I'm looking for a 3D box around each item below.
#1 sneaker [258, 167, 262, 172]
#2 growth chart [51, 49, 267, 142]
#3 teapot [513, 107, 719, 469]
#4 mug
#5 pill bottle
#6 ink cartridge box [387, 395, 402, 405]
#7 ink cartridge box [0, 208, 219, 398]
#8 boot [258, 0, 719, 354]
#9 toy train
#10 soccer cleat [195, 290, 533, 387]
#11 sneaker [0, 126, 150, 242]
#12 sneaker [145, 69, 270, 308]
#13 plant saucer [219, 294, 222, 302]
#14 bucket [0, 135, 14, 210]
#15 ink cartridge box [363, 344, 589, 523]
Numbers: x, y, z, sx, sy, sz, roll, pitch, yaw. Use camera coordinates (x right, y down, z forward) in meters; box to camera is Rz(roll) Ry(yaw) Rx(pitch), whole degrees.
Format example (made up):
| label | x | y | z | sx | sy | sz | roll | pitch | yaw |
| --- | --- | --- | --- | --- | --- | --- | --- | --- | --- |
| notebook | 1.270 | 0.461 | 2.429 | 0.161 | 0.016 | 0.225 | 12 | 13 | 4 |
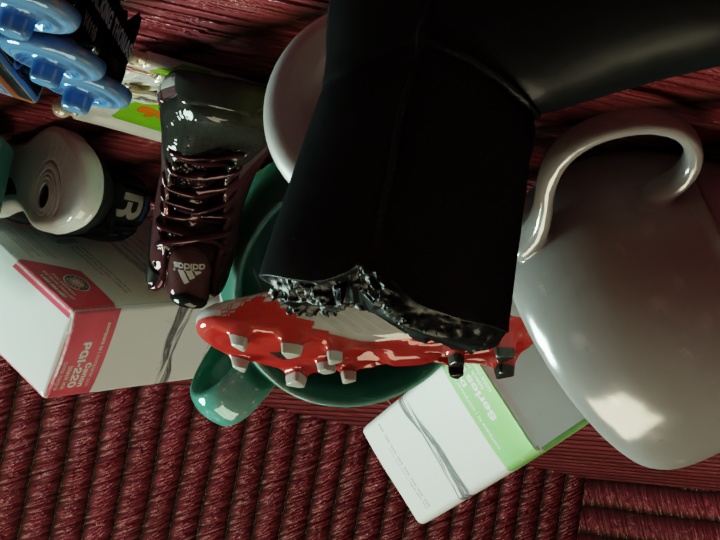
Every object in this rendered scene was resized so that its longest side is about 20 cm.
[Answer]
| label | x | y | z | sx | sy | sz | roll | pitch | yaw |
| --- | --- | --- | --- | --- | --- | --- | --- | --- | --- |
| sneaker | -0.083 | -0.028 | 1.201 | 0.073 | 0.077 | 0.200 | 11 | 164 | -4 |
| growth chart | -0.106 | -0.099 | 0.999 | 0.144 | 0.018 | 0.200 | 13 | 171 | -22 |
| teapot | 0.181 | 0.003 | 0.926 | 0.146 | 0.198 | 0.200 | -35 | 176 | 23 |
| mug | -0.029 | 0.000 | 1.037 | 0.184 | 0.153 | 0.114 | -13 | -161 | -10 |
| pill bottle | 0.022 | -0.057 | 0.844 | 0.104 | 0.105 | 0.200 | 8 | 170 | 13 |
| ink cartridge box | 0.079 | 0.059 | 1.290 | 0.162 | 0.057 | 0.200 | -4 | -162 | -21 |
| ink cartridge box | -0.198 | 0.020 | 1.296 | 0.200 | 0.085 | 0.146 | -6 | -144 | -48 |
| boot | 0.066 | -0.049 | 0.652 | 0.199 | 0.169 | 0.076 | 6 | 170 | 17 |
| toy train | -0.151 | -0.126 | 0.688 | 0.114 | 0.087 | 0.200 | 15 | 171 | 6 |
| soccer cleat | 0.005 | 0.018 | 0.959 | 0.199 | 0.085 | 0.069 | 0 | 157 | 1 |
| sneaker | -0.192 | -0.058 | 1.195 | 0.112 | 0.073 | 0.200 | 12 | 179 | -32 |
| sneaker | -0.083 | -0.038 | 0.921 | 0.075 | 0.116 | 0.200 | 10 | 172 | -5 |
| plant saucer | 0.000 | 0.000 | 1.163 | 0.199 | 0.050 | 0.201 | -2 | 128 | -3 |
| bucket | -0.345 | -0.048 | 1.144 | 0.206 | 0.135 | 0.207 | 15 | 167 | 3 |
| ink cartridge box | 0.107 | 0.080 | 1.104 | 0.145 | 0.084 | 0.200 | -30 | 172 | -28 |
